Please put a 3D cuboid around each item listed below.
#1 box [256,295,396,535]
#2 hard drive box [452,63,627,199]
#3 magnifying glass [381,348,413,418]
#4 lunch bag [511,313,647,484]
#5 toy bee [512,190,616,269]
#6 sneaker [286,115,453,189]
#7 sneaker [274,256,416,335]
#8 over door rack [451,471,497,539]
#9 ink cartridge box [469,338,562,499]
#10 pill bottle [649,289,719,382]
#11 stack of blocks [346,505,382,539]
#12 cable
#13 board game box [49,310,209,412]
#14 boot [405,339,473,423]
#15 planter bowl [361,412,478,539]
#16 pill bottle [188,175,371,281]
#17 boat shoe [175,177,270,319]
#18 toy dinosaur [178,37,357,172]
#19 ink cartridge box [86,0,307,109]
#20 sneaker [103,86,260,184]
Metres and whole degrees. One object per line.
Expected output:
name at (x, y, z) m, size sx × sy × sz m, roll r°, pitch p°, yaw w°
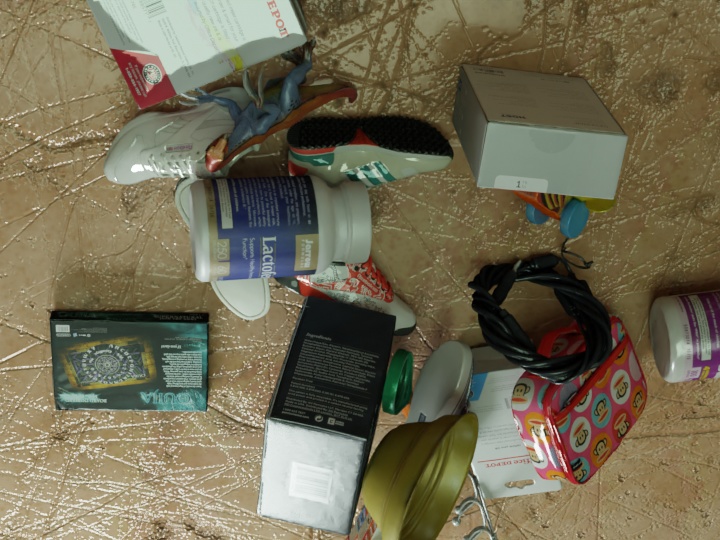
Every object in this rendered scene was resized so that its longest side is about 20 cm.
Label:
box at (-0.041, 0.176, 1.493) m, size 0.123 × 0.197 × 0.201 m, roll 11°, pitch 135°, yaw 3°
hard drive box at (0.195, -0.160, 1.382) m, size 0.155 × 0.200 × 0.077 m, roll 5°, pitch 116°, yaw -6°
magnifying glass at (0.054, 0.154, 1.550) m, size 0.022 × 0.200 × 0.080 m, roll 14°, pitch 74°, yaw 11°
lunch bag at (0.274, 0.150, 1.552) m, size 0.082 × 0.200 × 0.177 m, roll 1°, pitch 124°, yaw 45°
toy bee at (0.246, -0.095, 1.480) m, size 0.130 × 0.200 × 0.109 m, roll 28°, pitch 81°, yaw 15°
sneaker at (0.009, -0.127, 1.468) m, size 0.198 × 0.071 × 0.094 m, roll 1°, pitch 134°, yaw -7°
sneaker at (0.000, 0.000, 1.520) m, size 0.200 × 0.067 × 0.108 m, roll 25°, pitch 114°, yaw -12°
over door rack at (0.177, 0.390, 1.677) m, size 0.066 × 0.148 × 0.201 m, roll -27°, pitch 114°, yaw 7°
ink cartridge box at (0.192, 0.197, 1.617) m, size 0.115 × 0.067 × 0.201 m, roll -10°, pitch 117°, yaw 17°
pill bottle at (0.479, 0.078, 1.567) m, size 0.198 × 0.112 × 0.113 m, roll -7°, pitch 116°, yaw 0°
stack of blocks at (0.030, 0.373, 1.677) m, size 0.058 × 0.115 × 0.201 m, roll 20°, pitch 112°, yaw -13°
cable at (0.217, 0.054, 1.490) m, size 0.162 × 0.201 × 0.051 m, roll 2°, pitch 134°, yaw -16°
board game box at (-0.294, 0.118, 1.577) m, size 0.198 × 0.028 × 0.136 m, roll 2°, pitch 116°, yaw -6°
boot at (0.113, 0.181, 1.555) m, size 0.090 × 0.073 × 0.201 m, roll 10°, pitch 111°, yaw -37°
planter bowl at (0.058, 0.244, 1.451) m, size 0.083 × 0.200 × 0.202 m, roll 22°, pitch 117°, yaw 22°
pill bottle at (-0.093, -0.050, 1.403) m, size 0.199 × 0.116 × 0.116 m, roll -4°, pitch 117°, yaw -11°
boat shoe at (-0.165, -0.033, 1.495) m, size 0.075 × 0.062 × 0.201 m, roll -26°, pitch 113°, yaw 11°
toy dinosaur at (-0.099, -0.172, 1.356) m, size 0.199 × 0.105 × 0.182 m, roll 29°, pitch 74°, yaw -22°
ink cartridge box at (-0.172, -0.292, 1.321) m, size 0.199 × 0.145 × 0.146 m, roll -20°, pitch 116°, yaw 6°
sneaker at (-0.205, -0.140, 1.415) m, size 0.199 × 0.100 × 0.075 m, roll -23°, pitch 143°, yaw 8°
